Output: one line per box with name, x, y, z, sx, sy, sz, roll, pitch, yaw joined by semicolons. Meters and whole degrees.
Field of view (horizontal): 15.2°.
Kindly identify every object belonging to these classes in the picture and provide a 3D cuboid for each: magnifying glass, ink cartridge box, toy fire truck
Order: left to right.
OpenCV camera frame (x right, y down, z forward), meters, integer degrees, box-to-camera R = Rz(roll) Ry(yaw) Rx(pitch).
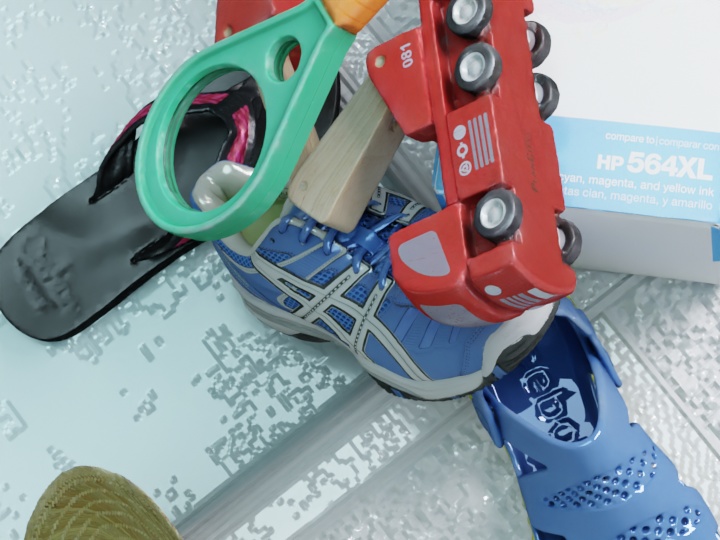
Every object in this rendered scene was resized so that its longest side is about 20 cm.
magnifying glass;-0.024;-0.091;1.103;0.200;0.022;0.080;-44;52;22
toy fire truck;0.012;-0.061;1.110;0.141;0.049;0.201;-23;61;33
ink cartridge box;0.112;-0.109;1.188;0.125;0.129;0.201;7;80;10

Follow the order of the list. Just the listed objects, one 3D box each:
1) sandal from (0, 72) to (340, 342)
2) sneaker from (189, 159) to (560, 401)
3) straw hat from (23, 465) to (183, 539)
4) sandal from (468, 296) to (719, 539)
sandal;-0.088;-0.042;1.244;0.200;0.045;0.075;-41;75;-2
sneaker;0.000;0.000;1.159;0.200;0.077;0.076;12;62;44
straw hat;-0.068;0.176;1.168;0.085;0.201;0.202;-9;73;-34
sandal;0.097;0.083;1.172;0.079;0.087;0.200;-33;77;-3
